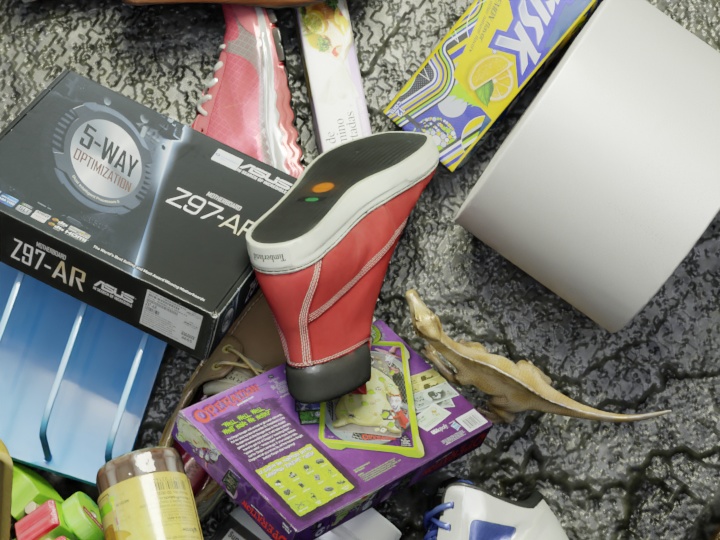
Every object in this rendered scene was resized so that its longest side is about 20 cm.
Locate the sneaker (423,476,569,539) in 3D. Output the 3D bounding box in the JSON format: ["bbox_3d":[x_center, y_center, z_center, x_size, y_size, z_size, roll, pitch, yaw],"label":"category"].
[{"bbox_3d":[0.062,0.212,1.311,0.198,0.081,0.116,-27,82,-14],"label":"sneaker"}]

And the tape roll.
[{"bbox_3d":[0.175,-0.078,1.287,0.139,0.203,0.203,35,82,0],"label":"tape roll"}]

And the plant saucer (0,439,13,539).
[{"bbox_3d":[-0.328,0.149,1.252,0.198,0.201,0.049,12,46,-2],"label":"plant saucer"}]

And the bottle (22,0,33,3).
[{"bbox_3d":[-0.158,-0.247,1.352,0.199,0.065,0.084,-18,84,-6],"label":"bottle"}]

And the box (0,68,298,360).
[{"bbox_3d":[-0.153,-0.041,1.250,0.199,0.044,0.160,26,41,8],"label":"box"}]

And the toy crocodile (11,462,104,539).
[{"bbox_3d":[-0.201,0.211,1.264,0.067,0.062,0.201,-35,51,7],"label":"toy crocodile"}]

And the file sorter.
[{"bbox_3d":[-0.238,0.048,1.273,0.199,0.123,0.140,18,73,-2],"label":"file sorter"}]

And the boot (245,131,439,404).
[{"bbox_3d":[0.000,0.000,1.271,0.072,0.200,0.145,4,121,33],"label":"boot"}]

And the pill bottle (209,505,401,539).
[{"bbox_3d":[-0.067,0.233,1.275,0.116,0.116,0.200,37,81,1],"label":"pill bottle"}]

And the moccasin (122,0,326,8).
[{"bbox_3d":[-0.075,-0.231,1.300,0.200,0.078,0.074,0,47,-10],"label":"moccasin"}]

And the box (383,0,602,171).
[{"bbox_3d":[0.107,-0.169,1.333,0.070,0.064,0.200,40,100,2],"label":"box"}]

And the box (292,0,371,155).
[{"bbox_3d":[-0.020,-0.141,1.362,0.038,0.041,0.202,-10,85,-4],"label":"box"}]

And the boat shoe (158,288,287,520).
[{"bbox_3d":[-0.086,0.090,1.315,0.074,0.066,0.201,27,82,0],"label":"boat shoe"}]

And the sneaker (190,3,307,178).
[{"bbox_3d":[-0.090,-0.116,1.338,0.086,0.074,0.202,-10,83,-3],"label":"sneaker"}]

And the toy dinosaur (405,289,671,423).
[{"bbox_3d":[0.110,0.082,1.312,0.199,0.101,0.059,26,82,0],"label":"toy dinosaur"}]

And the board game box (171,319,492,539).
[{"bbox_3d":[-0.016,0.107,1.261,0.199,0.032,0.120,-22,60,-43],"label":"board game box"}]

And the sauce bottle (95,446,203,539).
[{"bbox_3d":[-0.123,0.215,1.198,0.064,0.065,0.201,-13,64,-5],"label":"sauce bottle"}]
